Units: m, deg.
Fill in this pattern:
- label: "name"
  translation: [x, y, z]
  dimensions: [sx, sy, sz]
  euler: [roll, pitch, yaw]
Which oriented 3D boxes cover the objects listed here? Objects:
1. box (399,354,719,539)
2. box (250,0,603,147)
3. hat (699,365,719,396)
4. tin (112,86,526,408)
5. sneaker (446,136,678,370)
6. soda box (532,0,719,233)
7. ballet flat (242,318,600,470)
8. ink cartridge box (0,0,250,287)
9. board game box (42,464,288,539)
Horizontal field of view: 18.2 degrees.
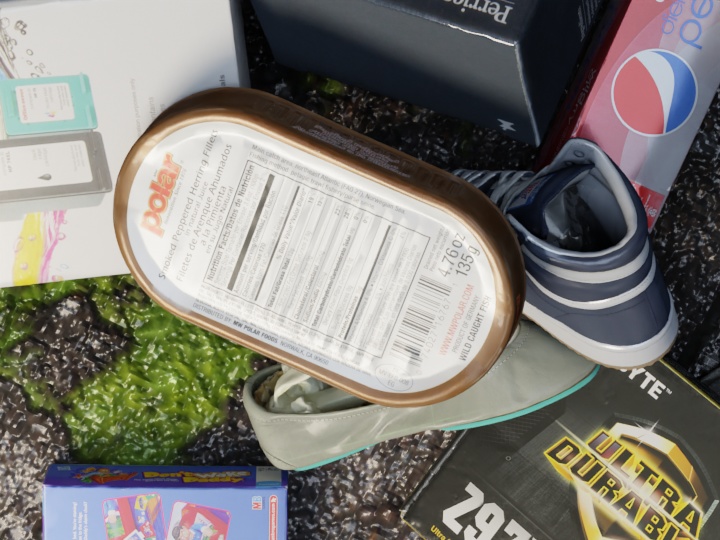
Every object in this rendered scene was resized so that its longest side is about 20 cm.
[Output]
- label: "box"
  translation: [0.143, 0.131, 1.192]
  dimensions: [0.200, 0.049, 0.160]
  euler: [41, 100, 22]
- label: "box"
  translation: [0.052, -0.187, 1.089]
  dimensions: [0.148, 0.107, 0.201]
  euler: [19, 72, 17]
- label: "hat"
  translation: [0.254, 0.136, 1.224]
  dimensions: [0.199, 0.081, 0.202]
  euler: [0, 101, -2]
- label: "tin"
  translation: [-0.020, -0.010, 1.042]
  dimensions: [0.199, 0.042, 0.112]
  euler: [23, 106, 4]
- label: "sneaker"
  translation: [0.069, -0.030, 1.139]
  dimensions: [0.199, 0.109, 0.070]
  euler: [26, 66, 28]
- label: "soda box"
  translation: [0.161, -0.125, 1.180]
  dimensions: [0.063, 0.070, 0.201]
  euler: [23, 99, -6]
- label: "ballet flat"
  translation: [0.027, 0.055, 1.184]
  dimensions: [0.199, 0.068, 0.064]
  euler: [-18, 117, 22]
- label: "ink cartridge box"
  translation: [-0.156, -0.086, 1.127]
  dimensions: [0.199, 0.147, 0.147]
  euler: [-6, 113, 0]
- label: "board game box"
  translation: [-0.108, 0.210, 1.244]
  dimensions: [0.134, 0.045, 0.201]
  euler: [1, 100, -2]
